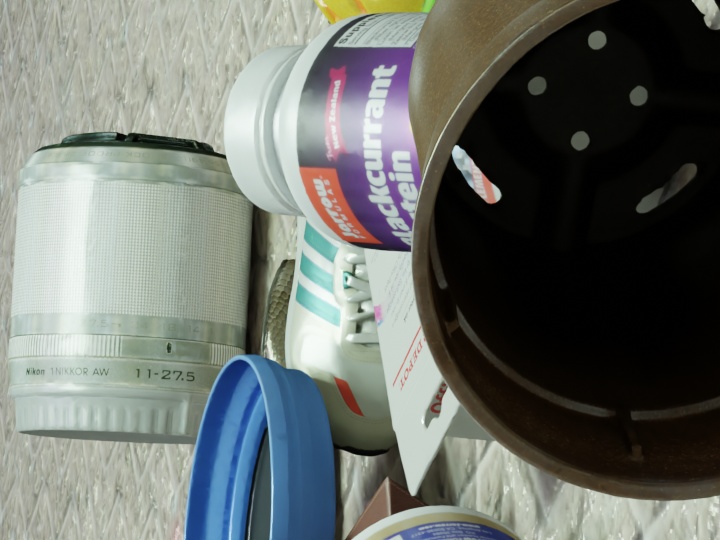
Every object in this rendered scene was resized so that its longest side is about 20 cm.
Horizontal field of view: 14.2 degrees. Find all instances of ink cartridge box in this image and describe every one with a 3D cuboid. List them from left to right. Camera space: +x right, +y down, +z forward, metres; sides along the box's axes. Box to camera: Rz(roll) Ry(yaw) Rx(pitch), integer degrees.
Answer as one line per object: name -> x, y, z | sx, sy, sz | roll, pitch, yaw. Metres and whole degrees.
ink cartridge box -> 0.056, 0.004, 1.429 | 0.117, 0.067, 0.200 | 115, 154, -46

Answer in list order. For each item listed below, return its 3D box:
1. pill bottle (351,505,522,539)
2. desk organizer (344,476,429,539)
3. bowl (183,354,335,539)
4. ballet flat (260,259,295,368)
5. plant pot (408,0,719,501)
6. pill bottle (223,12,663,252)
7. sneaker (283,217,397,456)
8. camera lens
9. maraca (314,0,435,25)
pill bottle -> 0.055, 0.201, 1.297 | 0.200, 0.120, 0.120 | -122, 40, -62
desk organizer -> 0.017, 0.187, 1.504 | 0.200, 0.072, 0.077 | 120, 152, -54
bowl -> -0.056, 0.146, 1.572 | 0.201, 0.039, 0.201 | -175, 90, -75
ballet flat -> -0.036, 0.087, 1.754 | 0.067, 0.046, 0.200 | 60, -150, -62
plant pot -> 0.106, -0.045, 1.107 | 0.198, 0.200, 0.200 | -108, 27, -68
pill bottle -> 0.033, -0.063, 1.322 | 0.200, 0.111, 0.112 | 4, 89, 45
sneaker -> 0.000, 0.000, 1.601 | 0.093, 0.070, 0.200 | 117, 155, -64
camera lens -> -0.155, 0.013, 1.947 | 0.160, 0.160, 0.200 | 165, 109, -72
maraca -> 0.016, -0.171, 1.534 | 0.200, 0.107, 0.137 | 139, 133, -66
